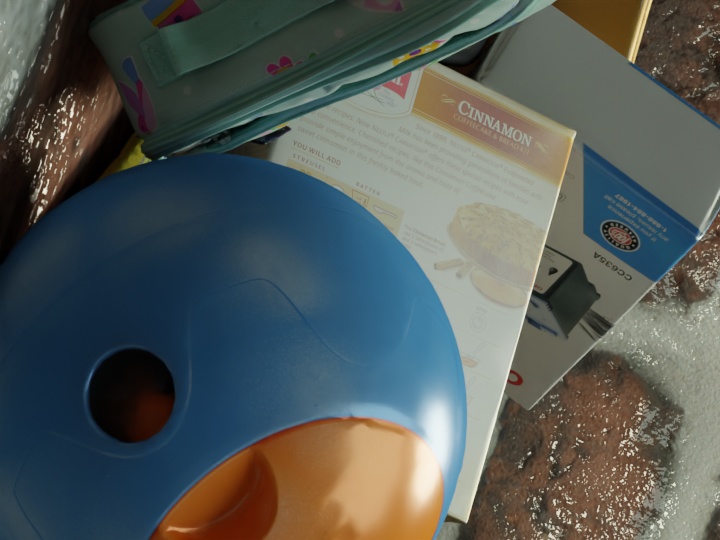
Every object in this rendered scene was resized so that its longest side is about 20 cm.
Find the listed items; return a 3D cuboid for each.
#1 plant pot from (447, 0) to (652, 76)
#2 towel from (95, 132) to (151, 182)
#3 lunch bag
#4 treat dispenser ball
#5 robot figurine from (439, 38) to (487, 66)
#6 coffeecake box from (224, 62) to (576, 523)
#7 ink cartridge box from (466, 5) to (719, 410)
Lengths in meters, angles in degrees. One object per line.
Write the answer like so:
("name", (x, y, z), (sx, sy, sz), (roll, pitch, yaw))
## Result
("plant pot", (0.080, -0.169, 1.249), (0.200, 0.182, 0.202), (16, 90, -84))
("towel", (-0.094, -0.022, 0.984), (0.201, 0.023, 0.145), (-64, 161, -44))
("lunch bag", (-0.005, -0.109, 0.853), (0.078, 0.199, 0.160), (64, 26, -5))
("treat dispenser ball", (-0.058, 0.056, 0.819), (0.201, 0.199, 0.203), (18, 90, -81))
("robot figurine", (0.023, -0.180, 1.085), (0.150, 0.124, 0.202), (-29, 137, -80))
("coffeecake box", (0.000, 0.000, 1.002), (0.073, 0.153, 0.202), (-10, -120, 62))
("ink cartridge box", (0.095, -0.033, 1.169), (0.086, 0.146, 0.200), (-57, -177, -40))
